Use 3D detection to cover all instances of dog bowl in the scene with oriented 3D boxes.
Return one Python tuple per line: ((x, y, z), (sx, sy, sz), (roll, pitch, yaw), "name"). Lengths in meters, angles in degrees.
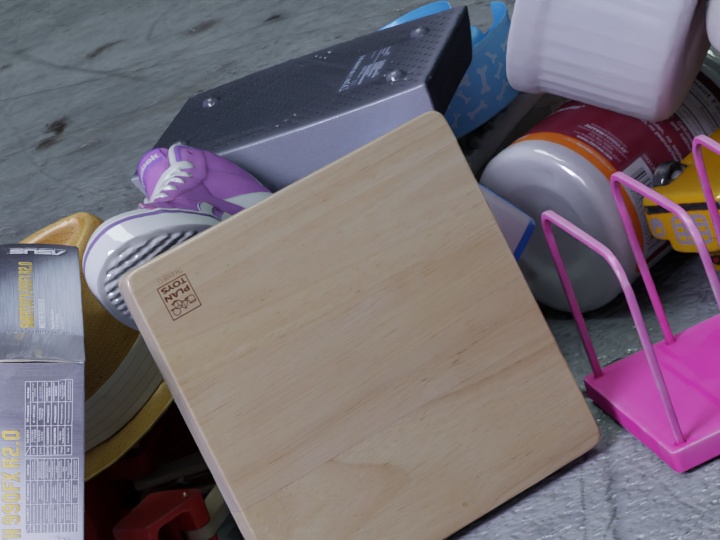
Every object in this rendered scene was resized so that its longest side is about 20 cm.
((0.042, -0.126, 1.645), (0.111, 0.050, 0.200), (-38, 16, -13), "dog bowl")

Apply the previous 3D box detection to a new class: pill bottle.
((0.173, -0.068, 1.566), (0.114, 0.115, 0.200), (-1, 26, 45), "pill bottle")

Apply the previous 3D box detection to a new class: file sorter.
((0.214, -0.007, 1.334), (0.199, 0.126, 0.139), (-24, 19, -8), "file sorter")

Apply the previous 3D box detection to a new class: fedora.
((-0.172, 0.034, 1.456), (0.200, 0.082, 0.201), (-26, 40, 25), "fedora")

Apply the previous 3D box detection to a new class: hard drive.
((-0.030, -0.094, 1.512), (0.199, 0.043, 0.135), (-17, 22, 23), "hard drive")

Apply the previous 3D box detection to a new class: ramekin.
((0.167, -0.185, 1.470), (0.097, 0.202, 0.201), (22, 33, 12), "ramekin")

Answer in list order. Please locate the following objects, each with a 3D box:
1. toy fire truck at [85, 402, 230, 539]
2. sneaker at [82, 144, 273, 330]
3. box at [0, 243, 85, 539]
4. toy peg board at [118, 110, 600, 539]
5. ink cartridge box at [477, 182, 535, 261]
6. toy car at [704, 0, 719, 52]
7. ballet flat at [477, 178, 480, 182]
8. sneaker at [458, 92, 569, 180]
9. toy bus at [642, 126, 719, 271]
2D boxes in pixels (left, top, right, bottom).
((-0.104, 0.119, 1.453), (0.140, 0.049, 0.200), (-6, 23, 38), "toy fire truck")
((-0.107, -0.023, 1.382), (0.114, 0.073, 0.200), (41, 19, 26), "sneaker")
((-0.170, 0.107, 1.307), (0.048, 0.201, 0.159), (0, 22, -7), "box")
((-0.011, 0.052, 1.336), (0.199, 0.200, 0.098), (-29, 4, -21), "toy peg board")
((0.000, 0.000, 1.515), (0.147, 0.084, 0.200), (-63, 25, -2), "ink cartridge box")
((0.301, -0.161, 1.433), (0.175, 0.150, 0.200), (-49, -9, 9), "toy car")
((0.089, -0.025, 1.613), (0.066, 0.067, 0.200), (-13, 20, 28), "ballet flat")
((0.122, -0.100, 1.662), (0.200, 0.082, 0.075), (-50, 23, 32), "sneaker")
((0.252, -0.061, 1.516), (0.065, 0.079, 0.200), (-2, 27, 41), "toy bus")
